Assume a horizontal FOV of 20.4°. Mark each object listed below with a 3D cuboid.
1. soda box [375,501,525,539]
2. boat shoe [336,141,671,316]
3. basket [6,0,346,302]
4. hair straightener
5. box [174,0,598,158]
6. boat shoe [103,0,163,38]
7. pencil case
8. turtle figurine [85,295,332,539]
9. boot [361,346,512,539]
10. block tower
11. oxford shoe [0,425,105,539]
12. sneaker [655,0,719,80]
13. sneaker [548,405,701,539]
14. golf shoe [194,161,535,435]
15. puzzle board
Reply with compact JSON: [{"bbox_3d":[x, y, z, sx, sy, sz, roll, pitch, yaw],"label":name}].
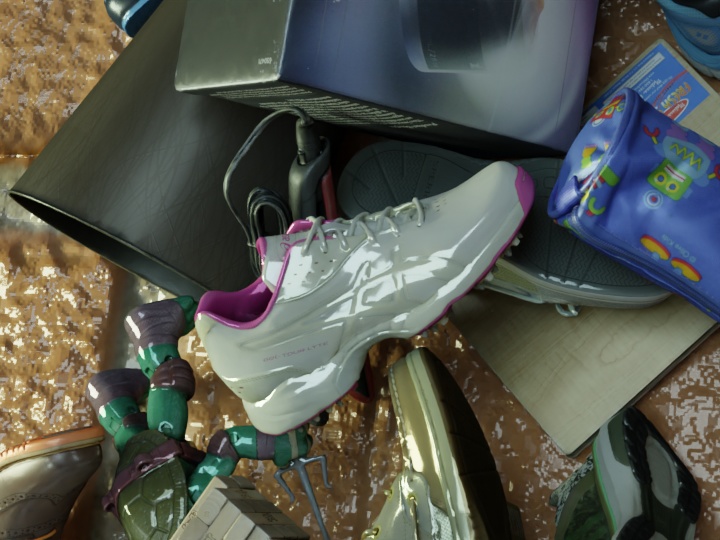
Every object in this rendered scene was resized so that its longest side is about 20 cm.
[{"bbox_3d":[0.064,0.224,1.072,0.068,0.064,0.201,-16,70,17],"label":"soda box"},{"bbox_3d":[0.086,-0.020,1.122,0.201,0.065,0.075,12,68,19],"label":"boat shoe"},{"bbox_3d":[-0.082,-0.089,1.180,0.180,0.136,0.200,27,81,6],"label":"basket"},{"bbox_3d":[-0.036,0.002,1.102,0.077,0.201,0.041,-27,39,-31],"label":"hair straightener"},{"bbox_3d":[0.025,-0.177,1.095,0.123,0.198,0.201,4,84,57],"label":"box"},{"bbox_3d":[-0.089,-0.229,1.254,0.200,0.084,0.069,-44,80,-11],"label":"boat shoe"},{"bbox_3d":[0.192,-0.008,1.036,0.200,0.078,0.087,34,54,-2],"label":"pencil case"},{"bbox_3d":[-0.096,0.121,1.133,0.150,0.101,0.200,-41,54,24],"label":"turtle figurine"},{"bbox_3d":[0.002,0.152,1.045,0.154,0.072,0.201,-20,69,18],"label":"boot"},{"bbox_3d":[-0.013,0.183,0.979,0.200,0.054,0.058,38,98,22],"label":"block tower"},{"bbox_3d":[-0.189,0.148,1.153,0.200,0.071,0.073,-45,62,51],"label":"oxford shoe"},{"bbox_3d":[0.172,-0.205,1.134,0.078,0.090,0.200,-36,64,8],"label":"sneaker"},{"bbox_3d":[0.126,0.161,1.031,0.077,0.200,0.089,42,120,-15],"label":"sneaker"},{"bbox_3d":[0.000,0.000,1.053,0.200,0.075,0.092,-40,106,8],"label":"golf shoe"},{"bbox_3d":[0.146,-0.014,1.133,0.200,0.017,0.151,-43,64,5],"label":"puzzle board"}]
